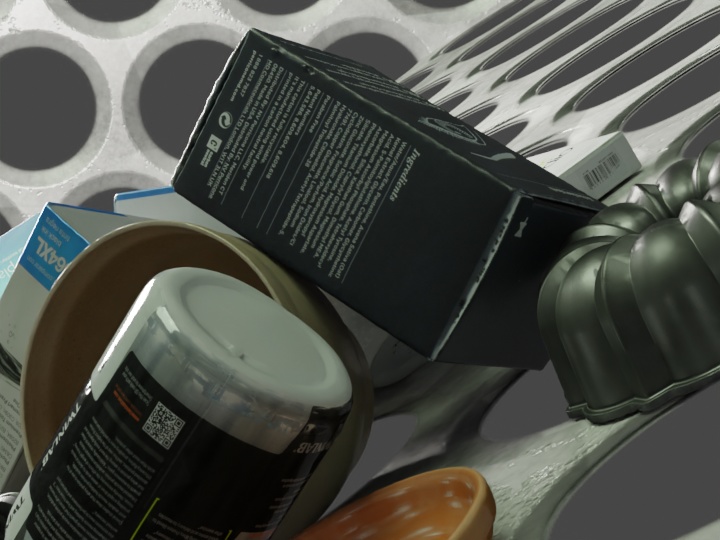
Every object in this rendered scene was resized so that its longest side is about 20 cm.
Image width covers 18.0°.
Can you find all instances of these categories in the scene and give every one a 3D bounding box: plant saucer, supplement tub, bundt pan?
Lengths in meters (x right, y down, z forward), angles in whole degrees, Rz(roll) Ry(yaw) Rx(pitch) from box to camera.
[{"bbox_3d":[-0.019,0.161,1.035,0.199,0.038,0.200,-33,8,5],"label":"plant saucer"},{"bbox_3d":[-0.100,0.110,1.149,0.201,0.122,0.123,-57,1,18],"label":"supplement tub"},{"bbox_3d":[0.173,-0.008,1.168,0.201,0.076,0.202,-32,9,6],"label":"bundt pan"}]

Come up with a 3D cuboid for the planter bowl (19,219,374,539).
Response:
[{"bbox_3d":[-0.076,0.076,1.287,0.199,0.202,0.134,-27,-17,30],"label":"planter bowl"}]

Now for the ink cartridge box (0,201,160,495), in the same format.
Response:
[{"bbox_3d":[-0.182,0.067,1.519,0.146,0.084,0.201,9,-66,-54],"label":"ink cartridge box"}]

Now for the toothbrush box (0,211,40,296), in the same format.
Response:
[{"bbox_3d":[-0.265,0.075,1.845,0.146,0.200,0.086,-32,-33,-9],"label":"toothbrush box"}]

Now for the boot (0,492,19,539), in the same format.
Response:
[{"bbox_3d":[-0.223,0.201,1.425,0.200,0.076,0.168,-49,-12,18],"label":"boot"}]

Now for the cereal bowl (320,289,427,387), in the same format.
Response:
[{"bbox_3d":[0.014,0.013,1.463,0.200,0.083,0.201,-36,-23,-18],"label":"cereal bowl"}]

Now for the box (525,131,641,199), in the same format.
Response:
[{"bbox_3d":[0.107,-0.043,1.724,0.144,0.037,0.200,-36,8,-24],"label":"box"}]

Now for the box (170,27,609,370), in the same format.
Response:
[{"bbox_3d":[0.022,-0.038,1.269,0.148,0.199,0.105,10,-69,-60],"label":"box"}]

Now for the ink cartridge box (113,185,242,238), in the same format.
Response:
[{"bbox_3d":[-0.090,-0.006,1.694,0.145,0.087,0.200,-8,-11,6],"label":"ink cartridge box"}]
